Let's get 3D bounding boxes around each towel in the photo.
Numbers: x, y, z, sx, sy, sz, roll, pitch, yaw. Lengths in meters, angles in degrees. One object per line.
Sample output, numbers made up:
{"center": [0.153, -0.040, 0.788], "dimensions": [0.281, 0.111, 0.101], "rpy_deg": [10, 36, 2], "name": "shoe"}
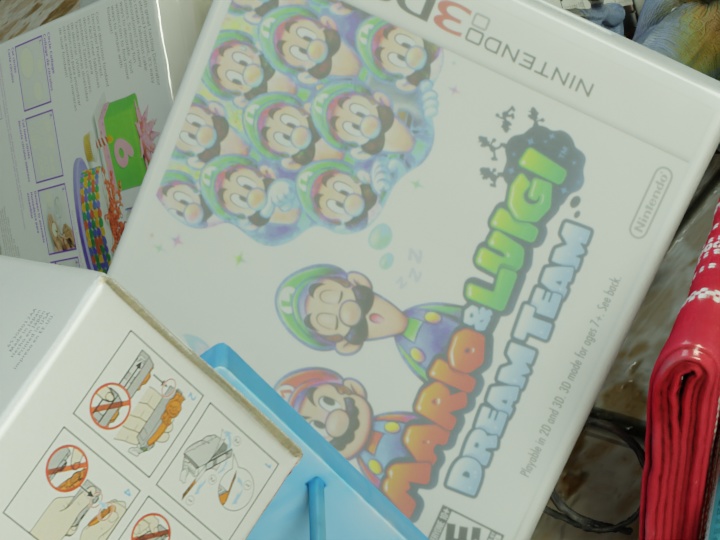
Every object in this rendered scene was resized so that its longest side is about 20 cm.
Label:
{"center": [0.128, 0.007, 0.701], "dimensions": [0.022, 0.145, 0.200], "rpy_deg": [12, 47, 13], "name": "towel"}

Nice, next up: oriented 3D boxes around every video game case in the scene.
{"center": [0.010, -0.010, 0.706], "dimensions": [0.201, 0.181, 0.024], "rpy_deg": [-67, -9, 17], "name": "video game case"}

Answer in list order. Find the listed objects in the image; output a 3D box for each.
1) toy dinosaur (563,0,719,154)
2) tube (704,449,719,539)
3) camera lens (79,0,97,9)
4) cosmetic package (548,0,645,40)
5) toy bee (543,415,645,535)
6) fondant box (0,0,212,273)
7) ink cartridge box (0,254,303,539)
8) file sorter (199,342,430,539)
{"center": [0.143, -0.075, 0.891], "dimensions": [0.181, 0.105, 0.200], "rpy_deg": [-43, -9, 6], "name": "toy dinosaur"}
{"center": [0.144, 0.020, 0.649], "dimensions": [0.077, 0.050, 0.201], "rpy_deg": [117, 164, -73], "name": "tube"}
{"center": [-0.021, -0.111, 0.999], "dimensions": [0.199, 0.161, 0.160], "rpy_deg": [-17, 9, -33], "name": "camera lens"}
{"center": [0.071, -0.119, 0.920], "dimensions": [0.051, 0.083, 0.200], "rpy_deg": [-19, -1, 43], "name": "cosmetic package"}
{"center": [0.010, 0.088, 0.795], "dimensions": [0.109, 0.199, 0.132], "rpy_deg": [-42, -33, -77], "name": "toy bee"}
{"center": [-0.106, -0.046, 0.907], "dimensions": [0.058, 0.145, 0.200], "rpy_deg": [-10, 1, -33], "name": "fondant box"}
{"center": [-0.140, 0.094, 0.544], "dimensions": [0.175, 0.084, 0.200], "rpy_deg": [10, 61, 54], "name": "ink cartridge box"}
{"center": [-0.032, 0.155, 0.618], "dimensions": [0.138, 0.200, 0.123], "rpy_deg": [-33, 30, 20], "name": "file sorter"}
